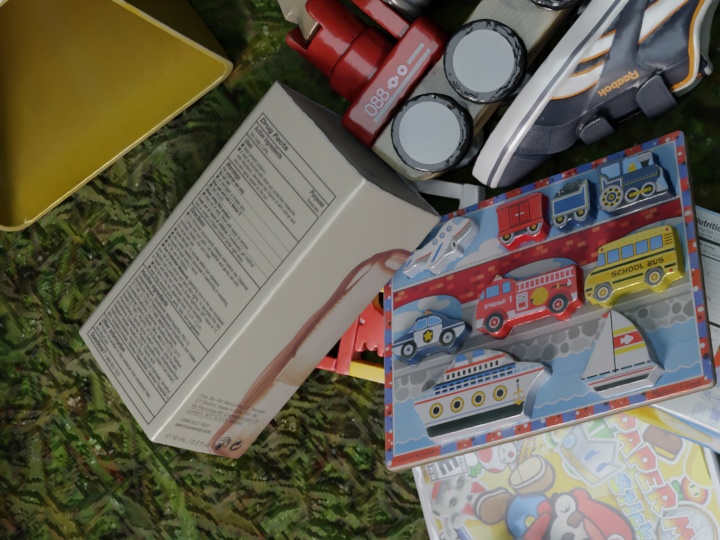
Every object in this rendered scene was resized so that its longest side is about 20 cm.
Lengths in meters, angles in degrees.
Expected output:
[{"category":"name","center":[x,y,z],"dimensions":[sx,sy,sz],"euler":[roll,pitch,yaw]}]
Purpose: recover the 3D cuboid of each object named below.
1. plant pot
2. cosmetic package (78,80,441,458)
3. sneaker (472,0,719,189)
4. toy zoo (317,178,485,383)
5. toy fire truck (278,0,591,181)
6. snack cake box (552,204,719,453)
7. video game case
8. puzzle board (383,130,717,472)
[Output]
[{"category":"plant pot","center":[-0.235,-0.168,0.934],"dimensions":[0.200,0.200,0.177],"euler":[-33,68,17]},{"category":"cosmetic package","center":[-0.061,0.003,0.883],"dimensions":[0.200,0.087,0.103],"euler":[-49,55,14]},{"category":"sneaker","center":[0.148,-0.112,0.846],"dimensions":[0.079,0.078,0.200],"euler":[40,109,5]},{"category":"toy zoo","center":[0.000,0.000,0.928],"dimensions":[0.199,0.020,0.132],"euler":[12,94,20]},{"category":"toy fire truck","center":[0.025,-0.174,0.882],"dimensions":[0.200,0.129,0.176],"euler":[39,102,6]},{"category":"snack cake box","center":[0.219,0.044,0.811],"dimensions":[0.199,0.067,0.115],"euler":[22,80,19]},{"category":"video game case","center":[0.137,0.180,0.876],"dimensions":[0.181,0.023,0.201],"euler":[-17,84,19]},{"category":"puzzle board","center":[0.094,0.017,0.818],"dimensions":[0.199,0.017,0.151],"euler":[-20,55,31]}]
